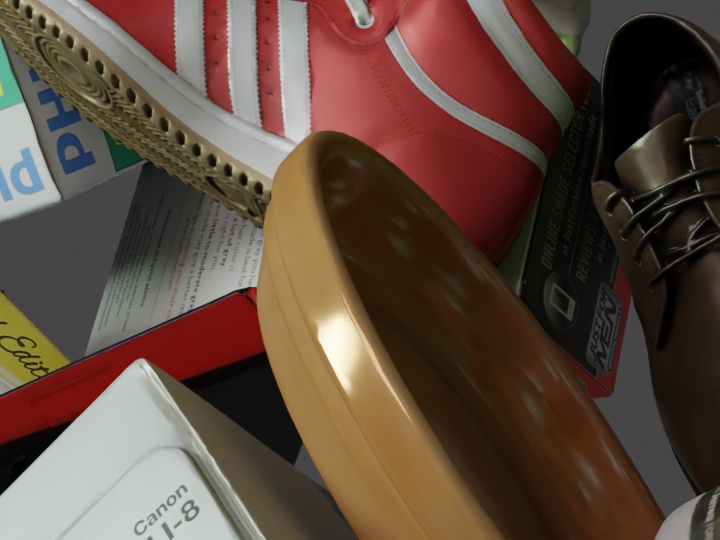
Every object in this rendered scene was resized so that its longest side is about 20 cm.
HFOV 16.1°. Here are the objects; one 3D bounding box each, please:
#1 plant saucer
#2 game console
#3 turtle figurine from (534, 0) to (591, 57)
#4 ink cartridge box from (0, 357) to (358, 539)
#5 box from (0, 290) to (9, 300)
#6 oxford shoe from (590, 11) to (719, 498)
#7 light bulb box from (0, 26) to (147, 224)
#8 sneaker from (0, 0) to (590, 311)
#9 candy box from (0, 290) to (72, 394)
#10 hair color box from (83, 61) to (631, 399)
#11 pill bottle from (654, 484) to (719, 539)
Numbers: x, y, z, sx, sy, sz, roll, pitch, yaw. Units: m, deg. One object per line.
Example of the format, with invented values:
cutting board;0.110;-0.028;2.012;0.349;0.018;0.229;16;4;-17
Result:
plant saucer;0.033;0.054;0.678;0.037;0.200;0.201;-36;40;13
game console;-0.093;0.105;0.759;0.031;0.176;0.201;35;121;25
turtle figurine;0.012;-0.135;0.834;0.143;0.195;0.201;-20;43;-5
ink cartridge box;-0.022;0.152;0.660;0.145;0.200;0.145;-45;43;6
box;-0.237;0.082;0.977;0.199;0.141;0.079;-30;72;24
oxford shoe;0.103;0.001;0.764;0.072;0.084;0.201;-32;43;20
light bulb box;-0.140;-0.088;0.969;0.197;0.126;0.200;-16;8;36
sneaker;-0.022;-0.078;0.811;0.199;0.071;0.113;33;77;10
candy box;-0.181;0.082;0.804;0.200;0.061;0.136;-35;62;-27
hair color box;0.000;0.000;0.884;0.199;0.061;0.102;-11;53;40
pill bottle;0.178;0.069;0.609;0.199;0.112;0.113;-29;42;25
